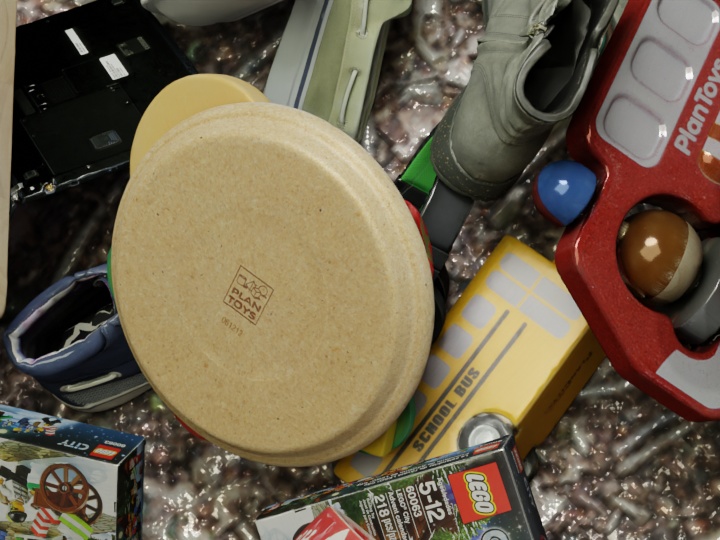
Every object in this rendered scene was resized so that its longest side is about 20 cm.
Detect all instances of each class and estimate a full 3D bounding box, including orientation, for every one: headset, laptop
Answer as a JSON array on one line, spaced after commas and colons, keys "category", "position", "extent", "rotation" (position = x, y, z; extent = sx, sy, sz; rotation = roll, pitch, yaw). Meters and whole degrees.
[{"category": "headset", "position": [0.000, 0.000, 1.453], "extent": [0.094, 0.124, 0.200], "rotation": [27, 103, -9]}, {"category": "laptop", "position": [-0.184, -0.053, 1.534], "extent": [0.200, 0.103, 0.177], "rotation": [-21, 38, -14]}]

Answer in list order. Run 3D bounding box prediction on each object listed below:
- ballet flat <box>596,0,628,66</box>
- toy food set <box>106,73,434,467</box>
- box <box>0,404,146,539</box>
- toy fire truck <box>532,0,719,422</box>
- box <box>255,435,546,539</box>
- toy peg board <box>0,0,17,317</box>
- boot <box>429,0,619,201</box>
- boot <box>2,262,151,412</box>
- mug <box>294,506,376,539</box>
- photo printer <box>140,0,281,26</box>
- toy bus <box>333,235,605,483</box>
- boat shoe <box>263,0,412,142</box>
[{"category": "ballet flat", "position": [0.081, -0.188, 1.509], "extent": [0.200, 0.064, 0.067], "rotation": [46, 130, 10]}, {"category": "toy food set", "position": [-0.048, 0.008, 1.396], "extent": [0.200, 0.049, 0.198], "rotation": [21, 112, 24]}, {"category": "box", "position": [-0.217, 0.139, 1.485], "extent": [0.200, 0.038, 0.137], "rotation": [11, 114, 18]}, {"category": "toy fire truck", "position": [0.171, -0.034, 1.374], "extent": [0.168, 0.112, 0.200], "rotation": [34, 70, -16]}, {"category": "box", "position": [0.043, 0.200, 1.390], "extent": [0.136, 0.038, 0.200], "rotation": [-18, 95, 13]}, {"category": "toy peg board", "position": [-0.282, -0.049, 1.494], "extent": [0.200, 0.098, 0.199], "rotation": [-27, 56, 50]}, {"category": "boot", "position": [0.106, -0.135, 1.375], "extent": [0.068, 0.131, 0.200], "rotation": [25, 62, -10]}, {"category": "boot", "position": [-0.098, 0.011, 1.495], "extent": [0.200, 0.090, 0.073], "rotation": [-34, 70, 5]}, {"category": "mug", "position": [-0.057, 0.209, 1.300], "extent": [0.178, 0.133, 0.200], "rotation": [42, 89, -3]}, {"category": "photo printer", "position": [-0.071, -0.224, 1.503], "extent": [0.069, 0.200, 0.167], "rotation": [9, 85, -18]}, {"category": "toy bus", "position": [0.079, 0.053, 1.451], "extent": [0.078, 0.065, 0.200], "rotation": [35, 87, 22]}, {"category": "boat shoe", "position": [0.002, -0.162, 1.498], "extent": [0.062, 0.072, 0.200], "rotation": [22, 121, 3]}]
